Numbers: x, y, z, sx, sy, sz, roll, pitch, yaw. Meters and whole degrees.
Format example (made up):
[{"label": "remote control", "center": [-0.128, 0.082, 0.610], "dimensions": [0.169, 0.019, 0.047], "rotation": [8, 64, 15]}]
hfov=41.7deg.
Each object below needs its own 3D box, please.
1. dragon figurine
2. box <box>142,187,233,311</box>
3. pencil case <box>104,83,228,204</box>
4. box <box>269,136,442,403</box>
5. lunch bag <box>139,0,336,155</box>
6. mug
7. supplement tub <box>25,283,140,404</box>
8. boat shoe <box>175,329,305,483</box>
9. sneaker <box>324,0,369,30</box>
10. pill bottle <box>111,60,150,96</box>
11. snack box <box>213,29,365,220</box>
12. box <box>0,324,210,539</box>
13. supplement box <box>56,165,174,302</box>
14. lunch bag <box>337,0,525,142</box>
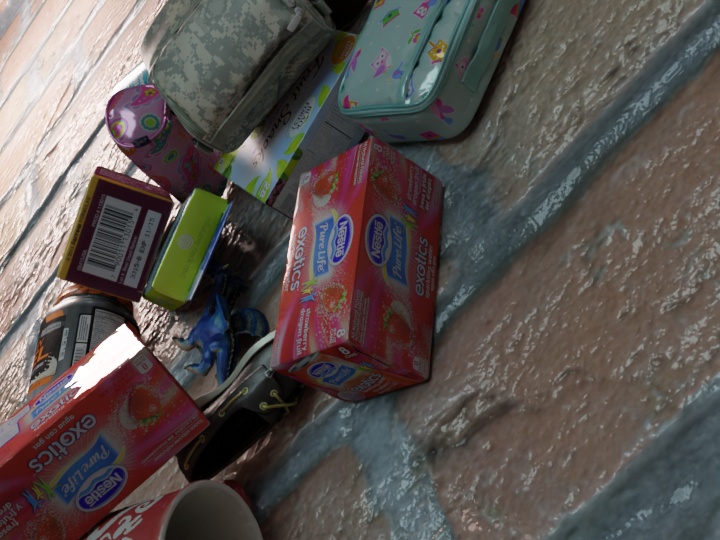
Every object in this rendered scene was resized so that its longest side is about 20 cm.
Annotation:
[{"label": "dragon figurine", "center": [-0.138, 0.063, 0.983], "dimensions": [0.099, 0.059, 0.200], "rotation": [-55, 33, 10]}, {"label": "box", "center": [-0.201, -0.020, 1.078], "dimensions": [0.122, 0.048, 0.200], "rotation": [-69, 13, -11]}, {"label": "pencil case", "center": [-0.223, -0.144, 1.121], "dimensions": [0.087, 0.200, 0.088], "rotation": [-4, 70, 12]}, {"label": "box", "center": [0.000, 0.000, 0.817], "dimensions": [0.100, 0.095, 0.200], "rotation": [-22, 50, 42]}, {"label": "lunch bag", "center": [-0.124, -0.237, 1.001], "dimensions": [0.200, 0.139, 0.168], "rotation": [-47, 45, 17]}, {"label": "mug", "center": [-0.188, 0.267, 0.830], "dimensions": [0.200, 0.177, 0.134], "rotation": [-19, 77, 26]}, {"label": "supplement tub", "center": [-0.330, 0.120, 1.134], "dimensions": [0.123, 0.122, 0.200], "rotation": [-36, 40, 32]}, {"label": "boat shoe", "center": [-0.093, 0.120, 0.873], "dimensions": [0.201, 0.072, 0.061], "rotation": [-41, 52, 14]}, {"label": "sneaker", "center": [-0.060, -0.315, 1.138], "dimensions": [0.200, 0.073, 0.085], "rotation": [-43, 40, 26]}, {"label": "pill bottle", "center": [-0.252, -0.260, 1.314], "dimensions": [0.200, 0.111, 0.111], "rotation": [-25, 48, 41]}, {"label": "snack box", "center": [-0.062, -0.165, 1.041], "dimensions": [0.200, 0.068, 0.169], "rotation": [-60, 33, 4]}, {"label": "box", "center": [-0.244, 0.152, 0.816], "dimensions": [0.200, 0.095, 0.103], "rotation": [-41, 22, -13]}, {"label": "supplement box", "center": [-0.303, -0.049, 1.178], "dimensions": [0.200, 0.103, 0.131], "rotation": [-143, 72, -73]}, {"label": "lunch bag", "center": [0.070, -0.223, 0.900], "dimensions": [0.160, 0.077, 0.200], "rotation": [8, 73, 54]}]
